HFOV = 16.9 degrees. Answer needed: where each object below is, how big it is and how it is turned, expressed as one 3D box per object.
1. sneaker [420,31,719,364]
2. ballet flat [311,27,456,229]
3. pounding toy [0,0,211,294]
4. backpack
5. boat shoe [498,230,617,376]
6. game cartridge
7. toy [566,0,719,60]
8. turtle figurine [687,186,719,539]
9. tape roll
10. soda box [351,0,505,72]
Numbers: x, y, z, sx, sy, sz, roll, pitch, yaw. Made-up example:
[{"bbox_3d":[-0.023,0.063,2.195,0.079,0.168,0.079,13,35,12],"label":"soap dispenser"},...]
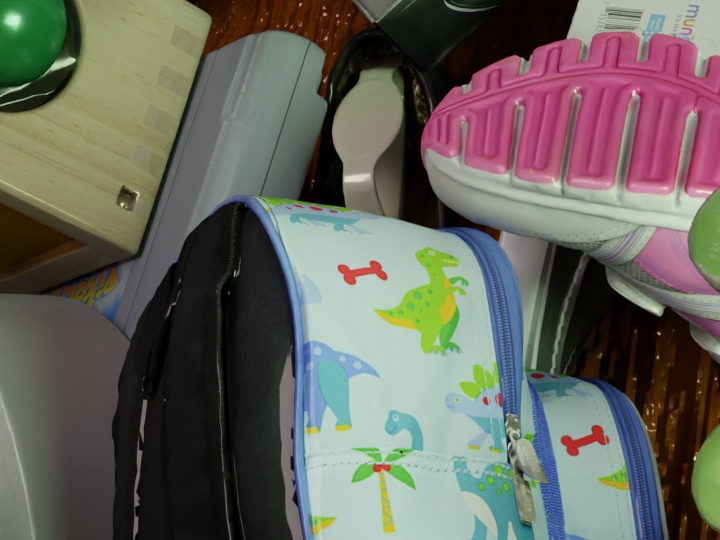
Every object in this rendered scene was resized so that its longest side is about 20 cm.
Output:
[{"bbox_3d":[0.112,-0.007,0.724,0.199,0.089,0.082,15,42,14],"label":"sneaker"},{"bbox_3d":[0.000,0.000,0.862,0.068,0.069,0.201,-5,60,13],"label":"ballet flat"},{"bbox_3d":[-0.173,-0.059,0.880,0.200,0.183,0.143,-18,51,56],"label":"pounding toy"},{"bbox_3d":[0.002,0.087,0.726,0.183,0.146,0.201,138,130,-58],"label":"backpack"},{"bbox_3d":[0.091,-0.042,0.823,0.056,0.069,0.201,16,74,14],"label":"boat shoe"},{"bbox_3d":[-0.088,-0.008,0.924,0.200,0.040,0.134,-17,54,56],"label":"game cartridge"},{"bbox_3d":[0.172,-0.080,0.774,0.199,0.047,0.116,10,54,16],"label":"toy"},{"bbox_3d":[0.170,0.055,0.611,0.199,0.194,0.144,23,77,42],"label":"turtle figurine"},{"bbox_3d":[-0.139,0.108,0.859,0.200,0.066,0.202,-6,83,52],"label":"tape roll"},{"bbox_3d":[0.067,-0.165,0.846,0.200,0.063,0.071,-43,69,6],"label":"soda box"}]
